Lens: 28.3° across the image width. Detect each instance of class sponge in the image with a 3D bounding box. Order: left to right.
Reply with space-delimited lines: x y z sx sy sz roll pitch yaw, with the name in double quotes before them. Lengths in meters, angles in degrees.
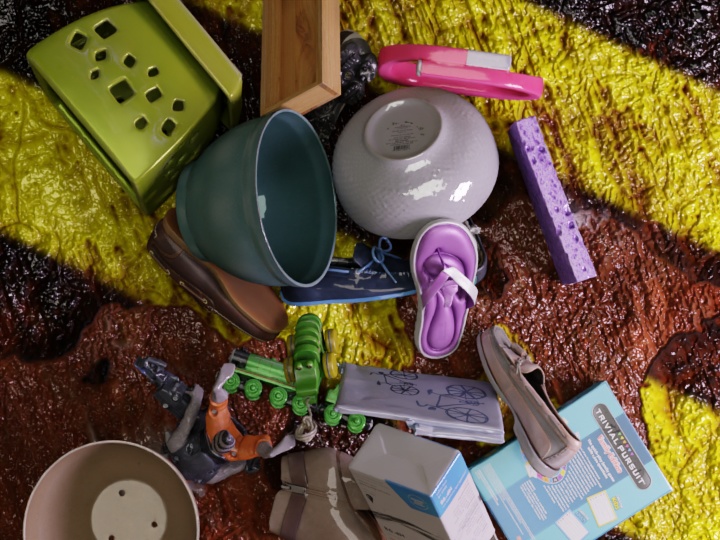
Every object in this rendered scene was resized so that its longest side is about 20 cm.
"sponge" 0.223 -0.081 1.688 0.030 0.112 0.202 -20 87 0

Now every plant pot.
"plant pot" -0.278 0.296 1.655 0.198 0.134 0.203 0 86 0
"plant pot" -0.248 -0.208 1.658 0.181 0.200 0.199 -40 87 -8
"plant pot" -0.128 -0.076 1.639 0.133 0.200 0.203 -6 86 25

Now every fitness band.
"fitness band" 0.117 -0.230 1.680 0.197 0.144 0.038 8 88 0

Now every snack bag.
"snack bag" 0.065 0.151 1.640 0.197 0.189 0.022 8 103 0

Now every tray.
"tray" -0.070 -0.277 1.675 0.098 0.037 0.202 -23 55 35

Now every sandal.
"sandal" 0.103 0.028 1.657 0.082 0.050 0.204 -14 131 -12

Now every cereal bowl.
"cereal bowl" 0.059 -0.140 1.659 0.198 0.084 0.202 -7 54 10

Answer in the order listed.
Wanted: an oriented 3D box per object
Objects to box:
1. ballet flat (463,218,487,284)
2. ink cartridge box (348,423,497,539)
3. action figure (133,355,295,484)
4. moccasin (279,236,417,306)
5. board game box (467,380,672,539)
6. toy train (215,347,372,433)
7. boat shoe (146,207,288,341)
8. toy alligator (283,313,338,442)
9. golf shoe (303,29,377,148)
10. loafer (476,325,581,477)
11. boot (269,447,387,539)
"ballet flat" 0.099 -0.076 1.710 0.072 0.073 0.202 -24 87 -1
"ink cartridge box" 0.077 0.271 1.611 0.115 0.201 0.067 14 55 35
"action figure" -0.188 0.181 1.643 0.200 0.193 0.105 40 47 -10
"moccasin" 0.000 0.000 1.697 0.197 0.080 0.069 -7 98 -1
"board game box" 0.246 0.249 1.701 0.199 0.047 0.152 -32 86 -2
"toy train" -0.076 0.143 1.713 0.198 0.042 0.057 18 77 1
"boat shoe" -0.173 0.014 1.711 0.200 0.070 0.070 46 125 6
"toy alligator" -0.061 0.108 1.644 0.059 0.201 0.055 -8 127 9
"golf shoe" -0.058 -0.207 1.722 0.200 0.095 0.078 -42 122 19
"loafer" 0.200 0.142 1.662 0.063 0.072 0.201 -40 53 26
"boot" -0.037 0.313 1.694 0.144 0.070 0.203 6 86 7
